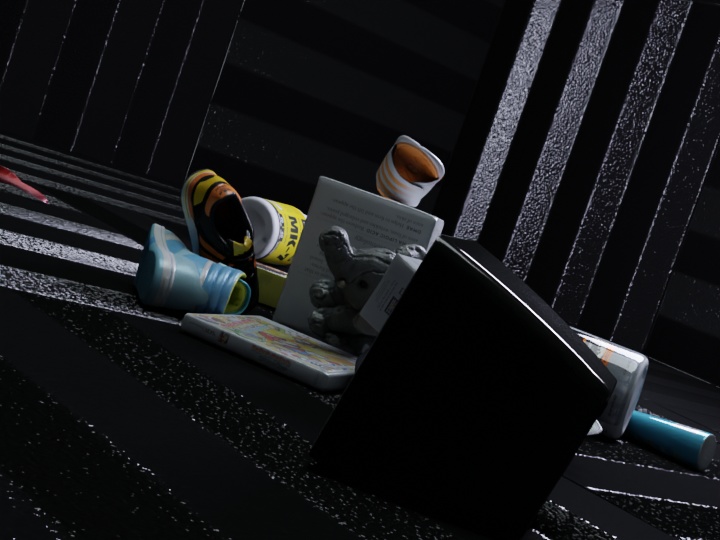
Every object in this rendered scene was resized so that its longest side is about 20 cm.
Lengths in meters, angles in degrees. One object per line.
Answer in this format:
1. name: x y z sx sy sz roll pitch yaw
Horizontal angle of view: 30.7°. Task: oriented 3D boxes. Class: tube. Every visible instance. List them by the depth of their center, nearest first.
1. tube: 0.398 0.221 1.838 0.199 0.051 0.078 19 -19 40

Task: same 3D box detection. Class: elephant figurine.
1. elephant figurine: 0.020 0.024 1.533 0.154 0.142 0.200 -25 -14 -28

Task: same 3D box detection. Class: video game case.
1. video game case: -0.079 0.089 1.465 0.180 0.023 0.200 21 5 19

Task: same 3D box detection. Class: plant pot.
1. plant pot: 0.100 0.106 1.077 0.176 0.201 0.199 34 7 12

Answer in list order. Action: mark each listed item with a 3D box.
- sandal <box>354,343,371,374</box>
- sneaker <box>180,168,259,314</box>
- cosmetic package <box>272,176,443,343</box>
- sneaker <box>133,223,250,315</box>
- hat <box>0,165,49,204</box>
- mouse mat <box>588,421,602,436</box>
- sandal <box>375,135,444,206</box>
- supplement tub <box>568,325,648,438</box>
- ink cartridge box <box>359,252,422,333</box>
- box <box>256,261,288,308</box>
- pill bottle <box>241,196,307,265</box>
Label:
1. sandal: 0.013 0.107 1.385 0.042 0.077 0.200 -7 -2 12
2. sneaker: -0.160 -0.022 1.607 0.070 0.202 0.090 -29 32 -23
3. cosmetic package: 0.000 0.000 1.732 0.163 0.202 0.165 19 3 7
4. sneaker: -0.199 0.009 1.567 0.129 0.080 0.200 16 15 -16
5. hat: -0.637 -0.159 2.066 0.198 0.178 0.166 -18 -2 13
6. mouse mat: 0.168 0.131 1.500 0.159 0.008 0.200 -1 31 -23
7. sandal: 0.056 -0.116 1.794 0.079 0.059 0.207 35 -20 0
8. supplement tub: 0.283 0.140 1.801 0.198 0.124 0.122 20 4 18
9. ink cartridge box: 0.127 0.077 1.409 0.199 0.084 0.175 14 24 -51
10. box: -0.089 0.038 1.871 0.198 0.051 0.075 21 4 3
11. pill bottle: -0.162 -0.070 2.437 0.113 0.116 0.200 21 5 23
